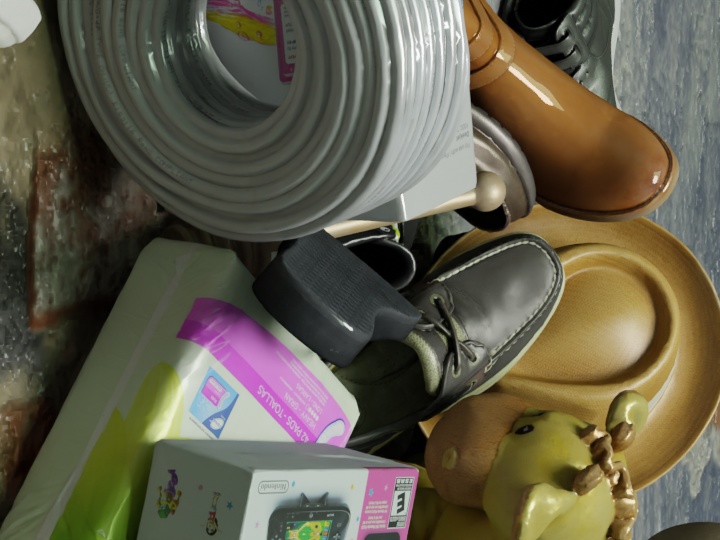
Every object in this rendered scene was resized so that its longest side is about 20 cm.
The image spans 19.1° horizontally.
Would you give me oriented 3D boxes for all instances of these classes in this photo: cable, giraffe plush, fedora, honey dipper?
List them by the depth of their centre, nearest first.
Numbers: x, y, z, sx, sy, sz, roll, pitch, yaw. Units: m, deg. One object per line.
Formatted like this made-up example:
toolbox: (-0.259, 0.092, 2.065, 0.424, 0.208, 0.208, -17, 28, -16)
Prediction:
cable: (-0.047, -0.111, 0.979, 0.069, 0.200, 0.200, -31, 124, -51)
honey dipper: (-0.007, -0.024, 1.125, 0.200, 0.038, 0.038, -13, 106, -27)
giraffe plush: (0.078, 0.137, 1.149, 0.173, 0.199, 0.162, -81, -173, -48)
fedora: (0.123, 0.042, 1.249, 0.082, 0.200, 0.201, 102, 0, -75)

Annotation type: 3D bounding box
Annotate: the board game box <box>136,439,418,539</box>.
board game box: (-0.051, 0.184, 1.002, 0.147, 0.064, 0.201, 8, 95, -57)

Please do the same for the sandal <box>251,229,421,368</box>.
sandal: (-0.020, 0.016, 1.022, 0.043, 0.076, 0.200, -50, 173, 9)

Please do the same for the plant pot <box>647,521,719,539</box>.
plant pot: (0.179, 0.277, 1.299, 0.200, 0.187, 0.188, -25, 115, -45)

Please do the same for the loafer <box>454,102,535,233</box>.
loafer: (0.018, -0.076, 1.218, 0.200, 0.073, 0.071, 38, 69, -29)

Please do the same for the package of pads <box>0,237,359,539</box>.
package of pads: (-0.088, 0.109, 1.043, 0.200, 0.068, 0.155, -64, 144, -22)

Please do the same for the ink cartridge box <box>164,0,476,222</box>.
ink cartridge box: (-0.029, -0.128, 1.067, 0.085, 0.144, 0.201, -30, 118, -57)

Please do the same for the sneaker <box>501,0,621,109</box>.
sneaker: (0.135, -0.121, 1.449, 0.099, 0.071, 0.201, 12, 76, -59)

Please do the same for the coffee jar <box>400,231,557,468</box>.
coffee jar: (0.081, 0.083, 1.323, 0.085, 0.104, 0.200, 107, -5, -75)

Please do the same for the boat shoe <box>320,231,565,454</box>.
boat shoe: (0.032, 0.049, 1.168, 0.072, 0.201, 0.066, 55, -6, 1)

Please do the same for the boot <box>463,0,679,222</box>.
boot: (0.084, -0.111, 1.241, 0.074, 0.200, 0.155, -53, 145, -8)

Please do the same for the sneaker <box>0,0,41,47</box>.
sneaker: (-0.204, -0.119, 0.855, 0.085, 0.073, 0.200, -51, 156, 3)

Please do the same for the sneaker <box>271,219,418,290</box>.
sneaker: (0.000, 0.000, 1.194, 0.200, 0.083, 0.072, -37, 124, -55)
